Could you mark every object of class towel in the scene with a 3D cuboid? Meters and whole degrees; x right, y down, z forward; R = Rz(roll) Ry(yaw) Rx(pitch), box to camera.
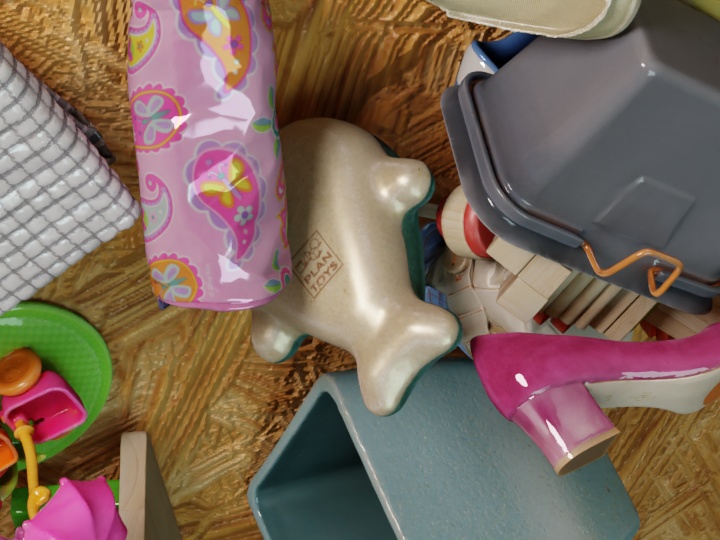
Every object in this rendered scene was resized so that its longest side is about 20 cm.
[{"bbox_3d":[-0.250,-0.049,1.176,0.200,0.086,0.166,-35,134,8],"label":"towel"}]

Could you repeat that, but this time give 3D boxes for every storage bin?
[{"bbox_3d":[0.170,-0.073,1.205,0.200,0.146,0.134,19,131,-32],"label":"storage bin"}]

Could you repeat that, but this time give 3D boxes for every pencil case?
[{"bbox_3d":[-0.085,-0.075,1.183,0.087,0.087,0.200,-10,106,-18],"label":"pencil case"}]

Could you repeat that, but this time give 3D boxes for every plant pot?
[{"bbox_3d":[0.069,0.171,1.430,0.200,0.196,0.196,-14,156,-28],"label":"plant pot"}]

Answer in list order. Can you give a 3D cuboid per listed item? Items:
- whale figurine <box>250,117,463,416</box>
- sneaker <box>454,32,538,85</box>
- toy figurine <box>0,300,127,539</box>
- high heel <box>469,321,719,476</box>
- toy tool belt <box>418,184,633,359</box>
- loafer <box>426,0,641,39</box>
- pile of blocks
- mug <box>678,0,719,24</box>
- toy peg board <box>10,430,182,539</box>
[{"bbox_3d":[0.000,0.000,1.259,0.159,0.200,0.104,-50,143,17],"label":"whale figurine"},{"bbox_3d":[0.151,-0.128,1.309,0.200,0.074,0.082,-18,133,-12],"label":"sneaker"},{"bbox_3d":[-0.225,0.146,1.287,0.200,0.184,0.150,-31,136,2],"label":"toy figurine"},{"bbox_3d":[0.161,0.046,1.241,0.200,0.096,0.067,-25,157,-26],"label":"high heel"},{"bbox_3d":[0.081,0.006,1.331,0.200,0.123,0.125,42,66,-41],"label":"toy tool belt"},{"bbox_3d":[0.057,-0.172,1.139,0.068,0.200,0.076,-31,137,-56],"label":"loafer"},{"bbox_3d":[0.141,0.007,1.274,0.200,0.082,0.062,16,127,-37],"label":"pile of blocks"},{"bbox_3d":[0.195,-0.215,1.221,0.187,0.149,0.153,5,139,-2],"label":"mug"},{"bbox_3d":[-0.174,0.248,1.402,0.098,0.199,0.200,-6,139,3],"label":"toy peg board"}]
